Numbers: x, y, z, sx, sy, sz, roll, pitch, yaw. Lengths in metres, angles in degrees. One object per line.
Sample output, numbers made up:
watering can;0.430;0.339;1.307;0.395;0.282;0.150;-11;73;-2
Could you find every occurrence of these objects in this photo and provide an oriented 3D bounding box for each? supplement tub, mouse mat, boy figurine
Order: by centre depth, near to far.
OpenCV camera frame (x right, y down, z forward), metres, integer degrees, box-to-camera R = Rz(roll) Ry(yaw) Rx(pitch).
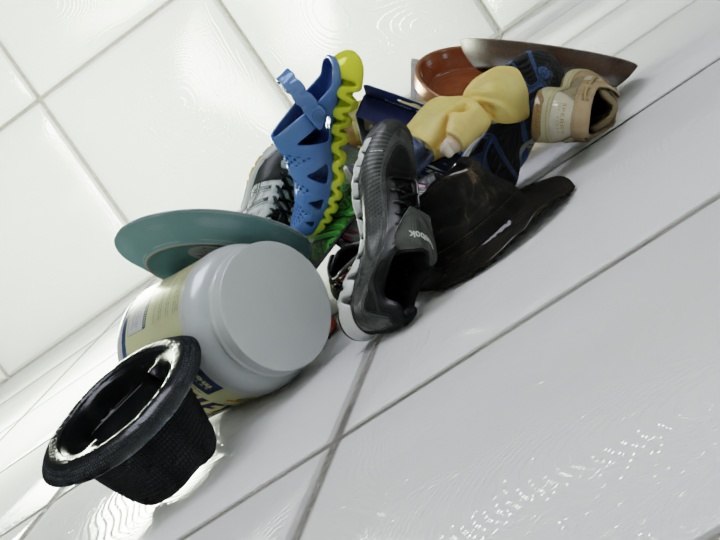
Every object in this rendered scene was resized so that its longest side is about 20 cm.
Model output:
supplement tub;-0.132;0.058;1.525;0.145;0.146;0.199;-41;10;-37
boy figurine;0.078;-0.130;1.544;0.199;0.065;0.124;-34;17;-18
mouse mat;-0.044;-0.068;1.731;0.161;0.008;0.200;-52;23;-2

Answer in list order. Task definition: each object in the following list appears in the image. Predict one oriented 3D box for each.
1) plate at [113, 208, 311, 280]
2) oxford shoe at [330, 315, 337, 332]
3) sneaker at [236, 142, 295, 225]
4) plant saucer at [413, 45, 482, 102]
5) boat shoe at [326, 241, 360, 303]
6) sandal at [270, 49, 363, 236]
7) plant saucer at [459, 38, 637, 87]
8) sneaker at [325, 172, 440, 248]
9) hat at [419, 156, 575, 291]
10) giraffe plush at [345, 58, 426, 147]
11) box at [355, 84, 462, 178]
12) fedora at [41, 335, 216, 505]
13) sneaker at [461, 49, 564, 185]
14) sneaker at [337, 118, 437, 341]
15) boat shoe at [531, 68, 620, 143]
plate;-0.147;-0.014;1.579;0.198;0.026;0.200;2;-19;1
oxford shoe;-0.075;0.038;1.664;0.071;0.073;0.200;-37;8;-12
sneaker;-0.096;-0.056;1.734;0.201;0.075;0.087;-58;36;-2
plant saucer;0.159;-0.207;1.834;0.200;0.198;0.033;-47;-29;-55
boat shoe;0.002;-0.002;1.619;0.073;0.063;0.201;-39;7;-9
sandal;-0.056;-0.135;1.664;0.086;0.202;0.079;4;13;-19
plant saucer;0.205;-0.226;1.753;0.198;0.033;0.200;9;3;-1
sneaker;0.036;-0.057;1.683;0.199;0.080;0.087;-2;53;56
hat;0.098;-0.059;1.467;0.200;0.081;0.201;-34;8;5
giraffe plush;0.041;-0.129;1.915;0.163;0.171;0.202;110;180;-62
box;0.058;-0.135;1.708;0.200;0.120;0.033;75;-143;-73
fedora;-0.191;0.148;1.408;0.200;0.092;0.201;-35;19;14
sneaker;0.144;-0.141;1.633;0.201;0.075;0.077;-59;6;-16
sneaker;0.034;-0.037;1.404;0.066;0.202;0.090;14;-11;-37
boat shoe;0.229;-0.159;1.597;0.064;0.072;0.200;7;18;22
